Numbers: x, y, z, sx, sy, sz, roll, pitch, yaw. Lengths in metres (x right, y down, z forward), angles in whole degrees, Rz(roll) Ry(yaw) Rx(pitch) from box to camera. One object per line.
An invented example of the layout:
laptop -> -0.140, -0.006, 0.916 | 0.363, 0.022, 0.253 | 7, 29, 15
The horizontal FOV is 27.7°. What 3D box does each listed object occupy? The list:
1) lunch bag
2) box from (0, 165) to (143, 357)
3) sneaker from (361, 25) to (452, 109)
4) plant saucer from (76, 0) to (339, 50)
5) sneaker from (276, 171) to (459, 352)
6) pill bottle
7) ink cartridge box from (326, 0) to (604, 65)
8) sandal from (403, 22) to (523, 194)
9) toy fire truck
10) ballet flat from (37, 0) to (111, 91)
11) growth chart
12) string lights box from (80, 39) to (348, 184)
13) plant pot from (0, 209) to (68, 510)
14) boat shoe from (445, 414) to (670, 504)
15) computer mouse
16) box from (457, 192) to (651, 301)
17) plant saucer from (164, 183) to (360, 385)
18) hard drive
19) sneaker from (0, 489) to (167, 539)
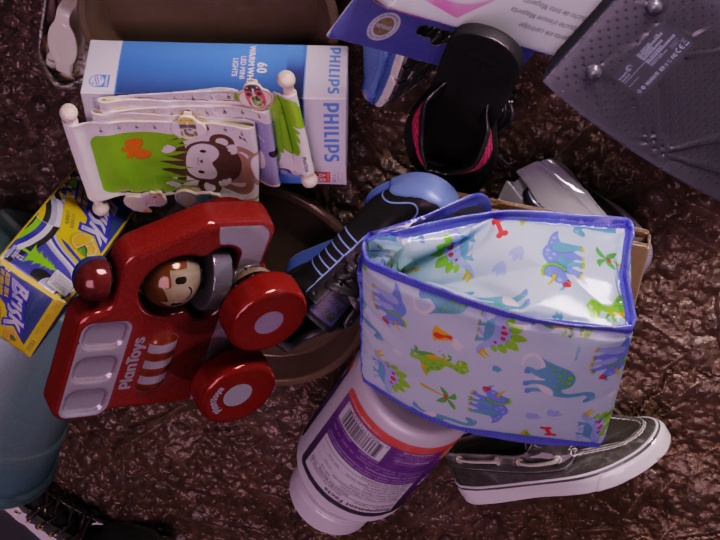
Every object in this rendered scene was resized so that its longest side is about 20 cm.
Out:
lunch bag -> 0.097, 0.039, 1.099 | 0.199, 0.128, 0.171 | 3, 141, 3
box -> -0.240, -0.020, 1.181 | 0.064, 0.200, 0.070 | 35, 121, -7
sneaker -> 0.023, -0.214, 1.087 | 0.089, 0.078, 0.201 | 28, 131, 23
plant saucer -> -0.114, -0.195, 1.111 | 0.199, 0.030, 0.201 | 2, 143, 1
sneaker -> 0.000, 0.000, 1.134 | 0.070, 0.078, 0.200 | 35, 135, -19
pill bottle -> 0.011, 0.147, 1.262 | 0.111, 0.112, 0.200 | 30, 136, -4
ink cartridge box -> 0.107, -0.206, 1.012 | 0.196, 0.043, 0.200 | 6, 134, -42
sandal -> 0.069, -0.105, 1.065 | 0.075, 0.045, 0.200 | 21, 153, 4
toy fire truck -> -0.147, 0.033, 1.118 | 0.167, 0.112, 0.201 | -6, 137, -33
ballet flat -> -0.213, -0.226, 1.132 | 0.072, 0.072, 0.201 | 18, 122, 3
growth chart -> -0.129, -0.091, 1.113 | 0.199, 0.018, 0.145 | -6, 143, 11
string lights box -> -0.109, -0.122, 1.134 | 0.199, 0.059, 0.103 | 1, 143, 1
plant pot -> -0.314, 0.066, 1.268 | 0.200, 0.200, 0.197 | 31, 114, -6
boat shoe -> 0.166, 0.153, 1.260 | 0.199, 0.071, 0.064 | -16, 116, 24
computer mouse -> 0.150, -0.050, 1.159 | 0.200, 0.044, 0.110 | 37, 123, -9
box -> 0.138, 0.024, 1.184 | 0.162, 0.021, 0.201 | 12, 141, 8
plant saucer -> -0.085, 0.009, 1.254 | 0.199, 0.030, 0.201 | 6, 121, 10
hard drive -> 0.245, -0.139, 1.065 | 0.199, 0.042, 0.135 | 29, 123, -20
sneaker -> -0.287, 0.257, 1.430 | 0.199, 0.075, 0.107 | -4, 121, 17
